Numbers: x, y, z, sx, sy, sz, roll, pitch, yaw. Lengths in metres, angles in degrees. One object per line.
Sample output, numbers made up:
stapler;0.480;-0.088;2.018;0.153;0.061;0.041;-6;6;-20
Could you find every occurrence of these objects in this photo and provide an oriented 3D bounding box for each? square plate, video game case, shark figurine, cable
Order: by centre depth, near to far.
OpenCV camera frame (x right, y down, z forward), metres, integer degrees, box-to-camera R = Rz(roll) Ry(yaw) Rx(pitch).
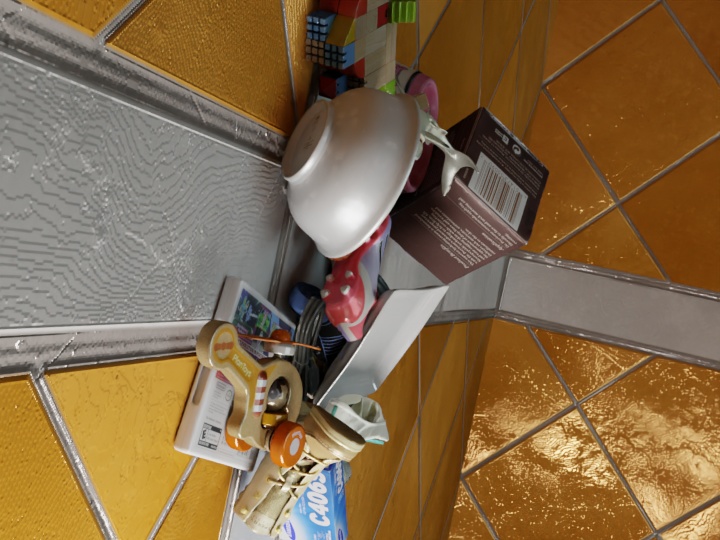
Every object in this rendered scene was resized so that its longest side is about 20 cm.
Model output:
video game case;-0.133;0.122;1.012;0.200;0.023;0.186;53;51;-68
cable;-0.081;0.111;1.115;0.097;0.050;0.202;-49;156;-33
shark figurine;0.068;-0.171;1.207;0.130;0.089;0.214;62;21;17
square plate;0.025;0.096;1.232;0.202;0.028;0.197;-57;159;16

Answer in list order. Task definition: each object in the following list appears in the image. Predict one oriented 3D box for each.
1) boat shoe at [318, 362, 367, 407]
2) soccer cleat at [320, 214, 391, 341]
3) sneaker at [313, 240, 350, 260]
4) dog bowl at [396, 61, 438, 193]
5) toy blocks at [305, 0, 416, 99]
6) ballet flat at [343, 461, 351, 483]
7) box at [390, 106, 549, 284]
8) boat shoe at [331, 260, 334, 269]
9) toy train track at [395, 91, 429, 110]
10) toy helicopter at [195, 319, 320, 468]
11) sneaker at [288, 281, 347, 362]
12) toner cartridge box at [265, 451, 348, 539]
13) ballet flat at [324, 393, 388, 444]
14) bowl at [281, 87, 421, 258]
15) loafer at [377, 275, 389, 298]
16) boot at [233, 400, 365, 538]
boat shoe;-0.032;0.173;1.331;0.072;0.071;0.205;-8;100;-68
soccer cleat;0.000;0.000;1.155;0.202;0.065;0.077;-69;144;-48
sneaker;-0.016;-0.109;1.129;0.077;0.072;0.204;-36;-141;58
dog bowl;0.060;-0.206;1.348;0.200;0.072;0.204;12;90;-73
toy blocks;-0.011;-0.279;1.048;0.136;0.098;0.203;-41;141;-46
ballet flat;-0.056;0.275;1.295;0.202;0.071;0.073;76;30;-46
box;0.164;-0.115;1.451;0.199;0.165;0.166;-28;-150;48
boat shoe;-0.009;-0.021;1.266;0.072;0.058;0.203;-53;151;-54
toy train track;0.023;-0.248;1.204;0.033;0.113;0.202;-111;180;-52
toy helicopter;-0.106;0.104;0.932;0.134;0.078;0.201;-64;148;-23
sneaker;-0.048;0.079;1.192;0.078;0.070;0.199;-48;149;5
toner cartridge box;-0.070;0.304;1.231;0.043;0.093;0.203;-59;155;-43
ballet flat;-0.002;0.203;1.241;0.200;0.068;0.071;26;77;-68
bowl;-0.026;-0.124;1.006;0.201;0.089;0.204;-42;-146;37
loafer;0.010;0.080;1.390;0.202;0.072;0.073;83;30;-47
boot;-0.074;0.231;1.032;0.157;0.072;0.200;-55;-166;-12
